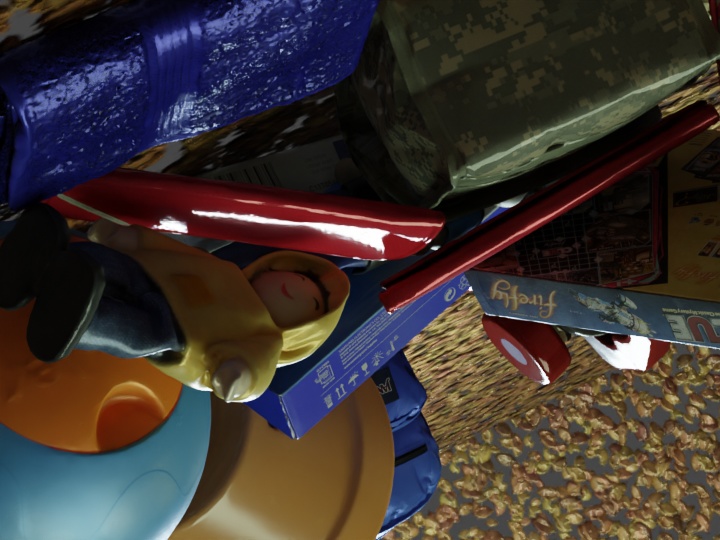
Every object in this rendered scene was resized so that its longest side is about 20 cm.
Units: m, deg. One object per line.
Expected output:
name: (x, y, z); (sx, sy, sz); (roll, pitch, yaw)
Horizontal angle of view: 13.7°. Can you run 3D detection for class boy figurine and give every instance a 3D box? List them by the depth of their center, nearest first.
boy figurine: (-0.080, 0.020, 1.450); (0.200, 0.124, 0.065); (9, 123, -45)

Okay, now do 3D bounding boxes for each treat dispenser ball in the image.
treat dispenser ball: (-0.178, 0.075, 1.542); (0.201, 0.201, 0.201); (-27, 171, -5)

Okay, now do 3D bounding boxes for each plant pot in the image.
plant pot: (-0.097, 0.110, 1.832); (0.200, 0.200, 0.140); (-30, 153, 14)

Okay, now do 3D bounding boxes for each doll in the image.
doll: (0.006, -0.029, 1.660); (0.200, 0.049, 0.136); (-22, -154, -5)

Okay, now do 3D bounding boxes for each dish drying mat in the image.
dish drying mat: (-0.064, -0.029, 1.507); (0.199, 0.018, 0.077); (8, 166, -16)
dish drying mat: (0.099, -0.035, 1.578); (0.200, 0.018, 0.077); (-31, 178, 4)

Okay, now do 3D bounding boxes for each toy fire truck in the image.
toy fire truck: (0.130, -0.012, 1.935); (0.112, 0.200, 0.168); (-43, -169, -12)

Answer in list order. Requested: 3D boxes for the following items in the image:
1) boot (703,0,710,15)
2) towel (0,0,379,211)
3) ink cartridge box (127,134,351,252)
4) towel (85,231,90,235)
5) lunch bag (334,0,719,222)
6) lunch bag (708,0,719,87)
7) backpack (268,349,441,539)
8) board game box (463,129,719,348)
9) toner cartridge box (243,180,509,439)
boot: (0.236, -0.134, 1.716); (0.073, 0.156, 0.200); (-31, 170, 23)
towel: (-0.081, -0.093, 1.378); (0.200, 0.050, 0.148); (-25, 171, -15)
ink cartridge box: (-0.075, -0.022, 1.807); (0.199, 0.041, 0.200); (-18, 168, -40)
towel: (-0.246, 0.035, 1.701); (0.200, 0.022, 0.147); (-20, 168, -34)
lunch bag: (0.081, -0.104, 1.583); (0.164, 0.118, 0.200); (-23, 176, -11)
lunch bag: (0.246, -0.162, 1.582); (0.082, 0.177, 0.200); (1, -163, 27)
backpack: (-0.041, 0.098, 2.004); (0.162, 0.200, 0.168); (-21, 177, -29)
board game box: (0.171, -0.021, 1.593); (0.200, 0.035, 0.136); (9, -134, 42)
toner cartridge box: (0.000, 0.000, 1.701); (0.200, 0.095, 0.043); (-41, 142, -20)
